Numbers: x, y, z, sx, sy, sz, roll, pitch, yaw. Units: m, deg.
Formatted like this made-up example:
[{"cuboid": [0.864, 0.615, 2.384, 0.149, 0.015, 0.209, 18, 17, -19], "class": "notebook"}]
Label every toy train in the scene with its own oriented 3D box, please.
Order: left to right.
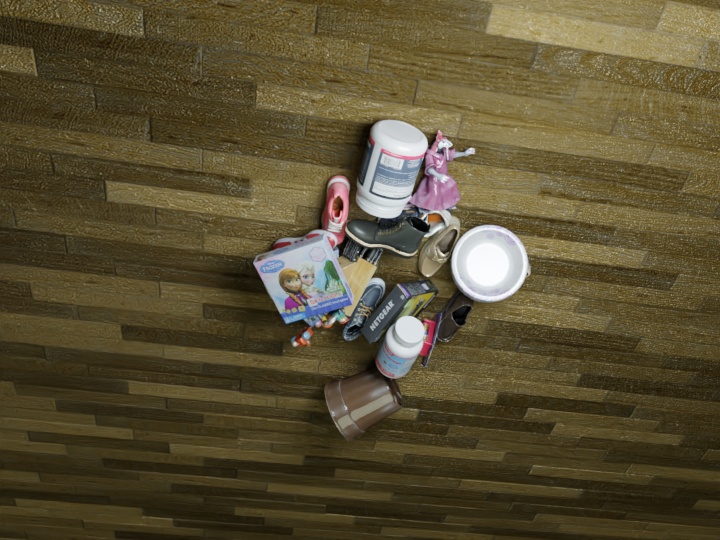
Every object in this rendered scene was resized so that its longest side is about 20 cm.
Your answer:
[{"cuboid": [-0.106, 0.164, 1.758, 0.199, 0.150, 0.056, -29, 106, 39], "class": "toy train"}]

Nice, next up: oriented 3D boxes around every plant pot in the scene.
[{"cuboid": [0.019, 0.409, 1.948, 0.197, 0.201, 0.201, -27, 124, 9], "class": "plant pot"}]

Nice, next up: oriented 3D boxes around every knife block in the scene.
[{"cuboid": [0.000, 0.000, 1.653, 0.174, 0.064, 0.202, -24, 122, -23], "class": "knife block"}]

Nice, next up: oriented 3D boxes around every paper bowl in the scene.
[{"cuboid": [0.340, -0.015, 1.636, 0.198, 0.104, 0.203, -1, 84, 6], "class": "paper bowl"}]

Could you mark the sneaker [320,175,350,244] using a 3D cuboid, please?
[{"cuboid": [-0.068, -0.140, 1.580, 0.073, 0.087, 0.202, 4, 128, -3], "class": "sneaker"}]

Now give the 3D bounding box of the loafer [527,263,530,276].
[{"cuboid": [0.375, 0.000, 1.708, 0.198, 0.063, 0.072, -8, 128, 5], "class": "loafer"}]

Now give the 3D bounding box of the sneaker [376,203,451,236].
[{"cuboid": [0.139, -0.130, 1.597, 0.198, 0.080, 0.079, -13, 129, 11], "class": "sneaker"}]

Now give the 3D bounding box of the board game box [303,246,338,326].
[{"cuboid": [-0.115, 0.032, 1.683, 0.199, 0.062, 0.200, -39, 117, 1], "class": "board game box"}]

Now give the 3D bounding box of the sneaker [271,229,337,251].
[{"cuboid": [-0.160, -0.042, 1.608, 0.198, 0.113, 0.072, -10, 124, 27], "class": "sneaker"}]

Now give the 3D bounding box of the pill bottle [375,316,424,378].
[{"cuboid": [0.114, 0.215, 1.726, 0.107, 0.110, 0.201, 9, 143, -7], "class": "pill bottle"}]

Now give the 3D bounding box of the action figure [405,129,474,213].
[{"cuboid": [0.190, -0.249, 1.517, 0.148, 0.133, 0.202, 18, 124, 40], "class": "action figure"}]

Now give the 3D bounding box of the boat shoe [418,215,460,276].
[{"cuboid": [0.212, -0.055, 1.663, 0.070, 0.065, 0.201, 14, 126, -11], "class": "boat shoe"}]

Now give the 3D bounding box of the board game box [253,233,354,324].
[{"cuboid": [-0.144, 0.025, 1.571, 0.198, 0.041, 0.201, -17, 117, 15], "class": "board game box"}]

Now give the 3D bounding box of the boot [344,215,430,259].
[{"cuboid": [0.069, -0.111, 1.543, 0.198, 0.078, 0.139, 15, 151, -10], "class": "boot"}]

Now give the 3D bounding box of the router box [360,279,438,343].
[{"cuboid": [0.112, 0.116, 1.748, 0.156, 0.052, 0.201, -8, 142, -48], "class": "router box"}]

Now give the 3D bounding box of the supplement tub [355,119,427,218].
[{"cuboid": [0.070, -0.244, 1.469, 0.139, 0.141, 0.201, 11, 127, -9], "class": "supplement tub"}]

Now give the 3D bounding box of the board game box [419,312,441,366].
[{"cuboid": [0.188, 0.194, 1.774, 0.039, 0.200, 0.160, 18, 86, 2], "class": "board game box"}]

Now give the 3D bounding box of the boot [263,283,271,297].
[{"cuboid": [-0.180, 0.047, 1.736, 0.143, 0.073, 0.201, -23, 132, 14], "class": "boot"}]

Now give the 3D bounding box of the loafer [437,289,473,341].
[{"cuboid": [0.274, 0.143, 1.812, 0.072, 0.071, 0.201, 13, 126, -11], "class": "loafer"}]

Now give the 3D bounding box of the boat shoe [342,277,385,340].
[{"cuboid": [0.011, 0.117, 1.776, 0.070, 0.091, 0.201, 24, 123, -18], "class": "boat shoe"}]
